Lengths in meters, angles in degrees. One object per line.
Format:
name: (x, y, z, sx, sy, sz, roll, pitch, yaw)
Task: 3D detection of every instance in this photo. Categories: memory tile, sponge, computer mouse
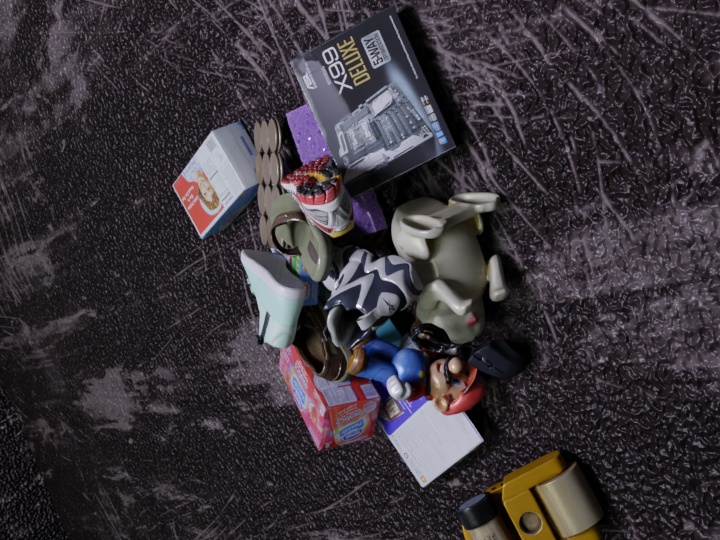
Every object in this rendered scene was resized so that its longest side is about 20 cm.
memory tile: (-0.141, -0.136, 1.428, 0.153, 0.016, 0.204, -165, 71, -70)
sponge: (-0.036, -0.143, 1.291, 0.111, 0.030, 0.203, -12, 99, 53)
computer mouse: (0.147, 0.110, 1.198, 0.059, 0.197, 0.035, -42, 43, 42)

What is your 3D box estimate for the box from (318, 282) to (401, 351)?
box: (-0.009, 0.062, 1.397, 0.201, 0.048, 0.083, 56, 154, 33)

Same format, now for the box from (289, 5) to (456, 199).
box: (0.018, -0.220, 1.198, 0.156, 0.050, 0.203, -24, 91, 10)

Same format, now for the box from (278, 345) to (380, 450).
box: (-0.054, 0.181, 1.470, 0.201, 0.098, 0.097, -124, 35, -45)

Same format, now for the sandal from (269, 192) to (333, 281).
sandal: (-0.092, -0.052, 1.247, 0.201, 0.056, 0.081, -131, 43, -57)

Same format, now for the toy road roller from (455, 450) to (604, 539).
toy road roller: (0.238, 0.341, 1.283, 0.198, 0.146, 0.124, -30, 86, 13)

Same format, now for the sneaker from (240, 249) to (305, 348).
sneaker: (-0.148, 0.044, 1.398, 0.200, 0.073, 0.120, -135, 54, -58)

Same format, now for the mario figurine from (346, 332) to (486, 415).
mario figurine: (0.088, 0.129, 1.265, 0.197, 0.125, 0.106, 20, 171, -7)

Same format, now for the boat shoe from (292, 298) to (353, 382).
boat shoe: (-0.086, 0.092, 1.417, 0.202, 0.074, 0.075, 46, 118, 36)

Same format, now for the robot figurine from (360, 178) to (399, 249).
robot figurine: (-0.002, -0.109, 1.340, 0.145, 0.058, 0.201, 47, 138, 20)

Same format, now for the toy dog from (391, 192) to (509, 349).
toy dog: (0.108, 0.011, 1.220, 0.192, 0.139, 0.203, 7, 117, 46)

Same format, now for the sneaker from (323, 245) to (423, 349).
sneaker: (-0.020, 0.040, 1.189, 0.198, 0.129, 0.080, 13, 138, 51)

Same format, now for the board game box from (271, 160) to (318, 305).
board game box: (-0.108, -0.062, 1.437, 0.201, 0.036, 0.154, -121, 29, -54)

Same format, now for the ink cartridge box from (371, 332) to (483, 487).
ink cartridge box: (0.097, 0.215, 1.408, 0.199, 0.043, 0.200, 55, 142, 14)

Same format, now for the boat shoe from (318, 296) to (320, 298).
boat shoe: (-0.084, 0.051, 1.506, 0.199, 0.072, 0.063, 26, 132, 44)

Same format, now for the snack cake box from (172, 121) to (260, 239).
snack cake box: (-0.245, -0.155, 1.580, 0.116, 0.067, 0.200, 59, 141, 4)

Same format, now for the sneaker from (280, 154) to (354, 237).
sneaker: (-0.055, -0.096, 1.205, 0.083, 0.077, 0.200, 64, 180, -21)

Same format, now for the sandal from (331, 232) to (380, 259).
sandal: (0.000, 0.000, 1.316, 0.074, 0.046, 0.200, 0, 148, 47)
